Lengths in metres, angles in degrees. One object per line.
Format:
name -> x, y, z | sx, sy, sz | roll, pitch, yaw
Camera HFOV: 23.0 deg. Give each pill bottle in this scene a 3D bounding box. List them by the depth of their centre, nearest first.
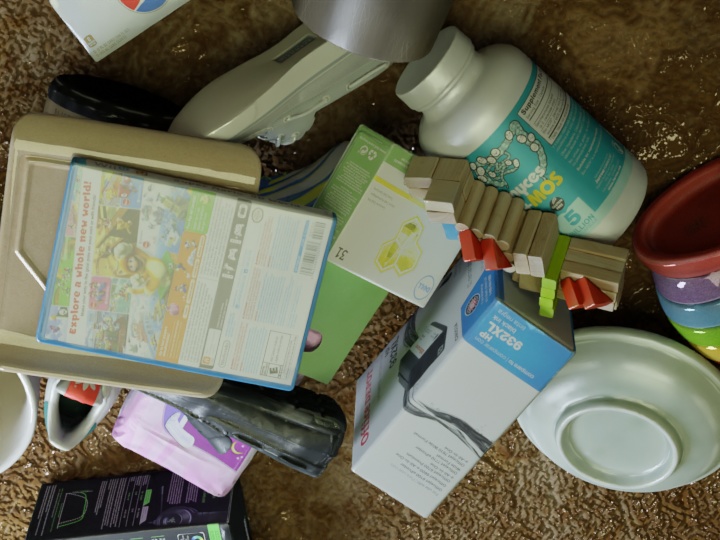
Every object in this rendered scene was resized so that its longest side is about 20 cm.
pill bottle -> 0.122, -0.100, 1.381 | 0.200, 0.111, 0.111 | 40, 112, -17
pill bottle -> -0.213, -0.044, 1.395 | 0.111, 0.112, 0.202 | 15, 103, -7

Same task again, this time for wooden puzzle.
wooden puzzle -> -0.179, -0.011, 1.329 | 0.183, 0.037, 0.202 | 8, 110, -10

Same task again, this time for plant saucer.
plant saucer -> 0.222, 0.133, 1.498 | 0.198, 0.050, 0.201 | 11, 137, 10

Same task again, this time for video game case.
video game case -> -0.130, 0.005, 1.311 | 0.198, 0.018, 0.144 | 12, 110, -11

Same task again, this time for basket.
basket -> 0.032, -0.264, 1.265 | 0.135, 0.181, 0.201 | 22, 122, 1

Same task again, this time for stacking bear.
stacking bear -> 0.311, 0.028, 1.450 | 0.113, 0.122, 0.201 | -26, 122, 12

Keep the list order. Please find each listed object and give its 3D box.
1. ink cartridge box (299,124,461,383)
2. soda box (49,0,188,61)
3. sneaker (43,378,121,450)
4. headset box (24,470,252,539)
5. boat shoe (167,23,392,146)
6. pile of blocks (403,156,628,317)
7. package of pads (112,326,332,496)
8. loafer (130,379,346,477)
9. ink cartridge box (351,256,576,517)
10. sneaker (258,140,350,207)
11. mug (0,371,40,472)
ink cartridge box -> 0.000, 0.000, 1.401 | 0.145, 0.048, 0.201 | 27, 96, -51
soda box -> -0.137, -0.244, 1.334 | 0.199, 0.068, 0.064 | -31, 113, 17
sneaker -> -0.214, 0.066, 1.488 | 0.070, 0.094, 0.201 | 24, 116, -11
headset box -> -0.183, 0.278, 1.601 | 0.198, 0.093, 0.176 | -6, 118, 4
boat shoe -> -0.058, -0.134, 1.364 | 0.200, 0.072, 0.069 | -40, 125, -19
pile of blocks -> 0.112, -0.011, 1.347 | 0.199, 0.062, 0.082 | 29, 143, -6
package of pads -> -0.114, 0.084, 1.504 | 0.120, 0.076, 0.201 | 29, 114, -8
loafer -> -0.110, 0.116, 1.439 | 0.199, 0.068, 0.071 | 20, 107, -11
ink cartridge box -> 0.082, 0.080, 1.458 | 0.083, 0.145, 0.200 | 33, 114, -14
sneaker -> -0.085, -0.050, 1.406 | 0.105, 0.076, 0.200 | 43, 75, -5
mug -> -0.329, 0.055, 1.451 | 0.148, 0.154, 0.188 | -6, 117, 5
